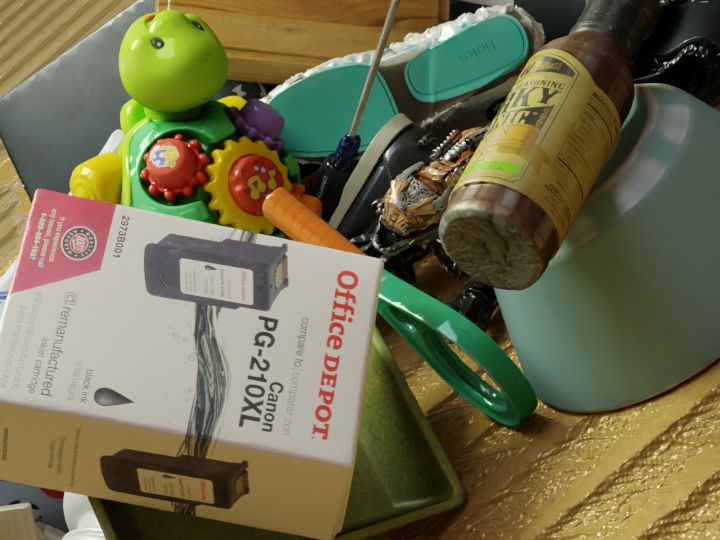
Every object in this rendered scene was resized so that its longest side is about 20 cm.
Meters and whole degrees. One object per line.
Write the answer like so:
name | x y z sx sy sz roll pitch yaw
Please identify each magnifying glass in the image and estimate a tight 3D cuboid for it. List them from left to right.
magnifying glass | 0.021 0.020 1.316 0.022 0.200 0.080 -44 -20 -14

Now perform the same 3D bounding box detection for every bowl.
bowl | 0.145 -0.028 1.289 0.201 0.105 0.201 -33 26 19

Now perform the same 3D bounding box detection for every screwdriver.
screwdriver | -0.001 -0.096 1.455 0.200 0.028 0.029 112 155 -45

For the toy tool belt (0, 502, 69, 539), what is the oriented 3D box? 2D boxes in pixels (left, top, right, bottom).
toy tool belt | -0.245 0.220 1.429 0.200 0.123 0.125 -30 26 24

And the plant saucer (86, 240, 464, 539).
plant saucer | -0.072 0.092 1.310 0.200 0.048 0.200 -16 58 -21

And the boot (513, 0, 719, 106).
boot | 0.166 -0.154 1.497 0.200 0.076 0.168 -12 33 34

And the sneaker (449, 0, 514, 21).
sneaker | 0.045 -0.176 1.647 0.200 0.074 0.082 -2 51 8

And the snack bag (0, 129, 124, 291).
snack bag | -0.132 0.018 1.532 0.189 0.200 0.021 -54 -1 -25

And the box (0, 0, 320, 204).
box | -0.129 -0.112 1.699 0.200 0.124 0.197 -32 -13 18

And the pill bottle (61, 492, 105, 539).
pill bottle | -0.108 0.130 1.380 0.120 0.120 0.200 -16 34 44

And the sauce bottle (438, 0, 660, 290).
sauce bottle | 0.106 -0.079 1.228 0.065 0.065 0.200 -15 35 45

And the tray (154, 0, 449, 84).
tray | -0.040 -0.177 1.573 0.037 0.200 0.099 117 157 -67

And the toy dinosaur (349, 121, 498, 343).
toy dinosaur | 0.070 -0.037 1.379 0.102 0.200 0.136 51 129 35

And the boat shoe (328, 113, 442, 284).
boat shoe | 0.000 0.000 1.479 0.200 0.068 0.072 -59 -7 12

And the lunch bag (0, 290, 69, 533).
lunch bag | -0.233 0.096 1.444 0.160 0.200 0.076 -4 39 9

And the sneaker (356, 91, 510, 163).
sneaker | 0.057 -0.063 1.518 0.200 0.075 0.115 -43 26 -5

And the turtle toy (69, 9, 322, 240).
turtle toy | -0.099 -0.066 1.444 0.146 0.200 0.101 -30 8 -37

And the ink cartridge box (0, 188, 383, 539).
ink cartridge box | -0.095 0.052 1.251 0.084 0.200 0.145 105 175 -53

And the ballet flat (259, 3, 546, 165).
ballet flat | 0.032 -0.119 1.518 0.200 0.072 0.072 -17 30 14
